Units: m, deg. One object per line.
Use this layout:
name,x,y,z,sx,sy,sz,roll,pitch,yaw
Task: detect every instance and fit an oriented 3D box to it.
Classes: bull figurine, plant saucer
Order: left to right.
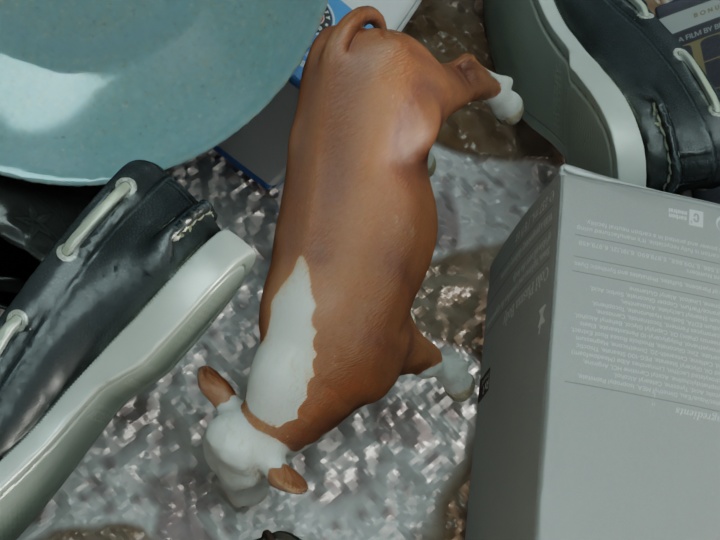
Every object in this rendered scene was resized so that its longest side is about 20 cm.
plant saucer,-0.107,-0.133,0.771,0.199,0.203,0.039,15,15,-9
bull figurine,0.000,0.000,0.807,0.065,0.202,0.121,19,10,32

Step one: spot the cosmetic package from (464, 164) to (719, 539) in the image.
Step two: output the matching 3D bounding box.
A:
cosmetic package,0.092,0.077,0.791,0.089,0.107,0.202,14,64,-9

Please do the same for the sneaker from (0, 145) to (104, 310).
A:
sneaker,-0.158,-0.038,0.816,0.198,0.060,0.105,21,53,-9

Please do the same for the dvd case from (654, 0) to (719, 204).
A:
dvd case,0.205,-0.054,0.839,0.148,0.016,0.201,-18,53,19

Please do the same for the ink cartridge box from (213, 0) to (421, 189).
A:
ink cartridge box,-0.034,-0.160,0.899,0.146,0.086,0.201,37,56,-6

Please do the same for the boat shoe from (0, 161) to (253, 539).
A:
boat shoe,-0.125,0.048,0.742,0.060,0.076,0.200,42,77,9

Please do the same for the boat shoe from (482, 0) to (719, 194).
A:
boat shoe,0.103,-0.090,0.890,0.060,0.076,0.201,-9,41,-12

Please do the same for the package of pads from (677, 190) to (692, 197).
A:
package of pads,0.199,-0.020,0.909,0.119,0.076,0.202,14,58,-12

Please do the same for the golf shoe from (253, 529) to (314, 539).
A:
golf shoe,-0.058,0.138,0.749,0.198,0.078,0.095,17,47,-16
